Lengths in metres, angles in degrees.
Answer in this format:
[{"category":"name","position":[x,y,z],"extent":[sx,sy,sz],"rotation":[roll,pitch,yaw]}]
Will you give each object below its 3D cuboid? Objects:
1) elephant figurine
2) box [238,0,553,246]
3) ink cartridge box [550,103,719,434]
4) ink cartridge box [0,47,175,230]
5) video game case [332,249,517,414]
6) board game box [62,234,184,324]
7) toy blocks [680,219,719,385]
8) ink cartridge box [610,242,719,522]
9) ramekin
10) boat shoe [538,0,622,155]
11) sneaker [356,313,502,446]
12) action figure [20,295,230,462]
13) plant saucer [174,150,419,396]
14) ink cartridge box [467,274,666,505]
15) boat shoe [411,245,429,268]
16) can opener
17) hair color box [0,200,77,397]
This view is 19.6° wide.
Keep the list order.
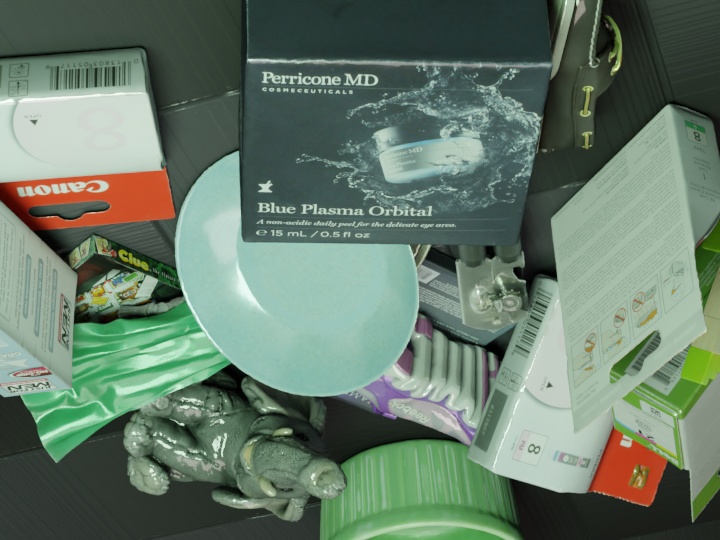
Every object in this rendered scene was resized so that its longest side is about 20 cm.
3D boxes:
[{"category":"elephant figurine","position":[-0.084,0.150,1.719],"extent":[0.200,0.155,0.142],"rotation":[18,128,15]},{"category":"box","position":[0.017,-0.118,1.398],"extent":[0.197,0.117,0.200],"rotation":[0,144,-4]},{"category":"ink cartridge box","position":[0.207,0.003,1.525],"extent":[0.050,0.200,0.161],"rotation":[15,141,-26]},{"category":"ink cartridge box","position":[-0.220,-0.075,1.497],"extent":[0.162,0.057,0.200],"rotation":[-5,141,0]},{"category":"video game case","position":[0.026,0.051,1.731],"extent":[0.143,0.019,0.200],"rotation":[24,137,-34]},{"category":"board game box","position":[-0.233,0.043,1.685],"extent":[0.105,0.023,0.200],"rotation":[23,136,-37]},{"category":"toy blocks","position":[0.340,0.010,1.593],"extent":[0.137,0.200,0.100],"rotation":[21,178,-34]},{"category":"ink cartridge box","position":[0.278,0.095,1.706],"extent":[0.076,0.148,0.200],"rotation":[30,158,27]},{"category":"ramekin","position":[0.055,0.239,1.935],"extent":[0.200,0.098,0.200],"rotation":[-3,145,-2]},{"category":"boat shoe","position":[0.146,-0.147,1.419],"extent":[0.061,0.072,0.201],"rotation":[0,153,-4]},{"category":"sneaker","position":[0.055,0.098,1.729],"extent":[0.088,0.081,0.200],"rotation":[-23,137,36]},{"category":"action figure","position":[-0.171,0.064,1.646],"extent":[0.200,0.055,0.118],"rotation":[-20,120,2]},{"category":"plant saucer","position":[-0.042,-0.004,1.560],"extent":[0.201,0.039,0.201],"rotation":[9,114,22]},{"category":"ink cartridge box","position":[0.202,0.106,1.714],"extent":[0.200,0.057,0.163],"rotation":[19,94,-27]},{"category":"boat shoe","position":[0.000,0.000,1.610],"extent":[0.201,0.072,0.061],"rotation":[-48,172,33]},{"category":"can opener","position":[0.096,-0.036,1.596],"extent":[0.053,0.067,0.200],"rotation":[-6,132,3]},{"category":"hair color box","position":[-0.274,0.010,1.512],"extent":[0.061,0.099,0.200],"rotation":[-8,154,16]}]
